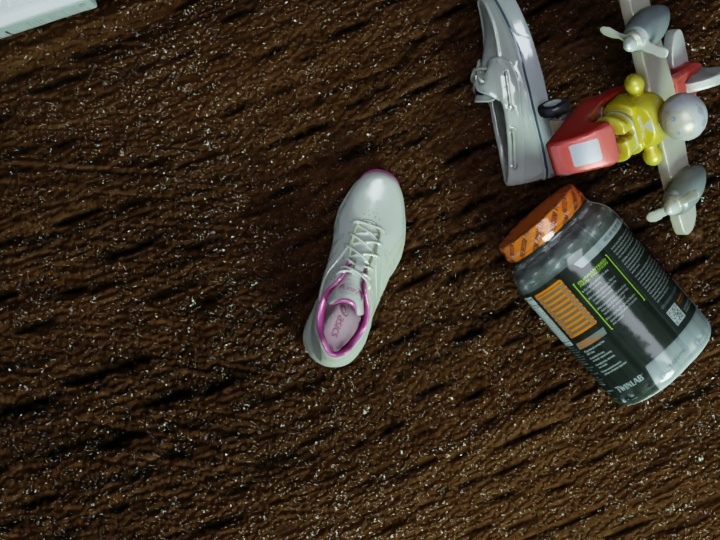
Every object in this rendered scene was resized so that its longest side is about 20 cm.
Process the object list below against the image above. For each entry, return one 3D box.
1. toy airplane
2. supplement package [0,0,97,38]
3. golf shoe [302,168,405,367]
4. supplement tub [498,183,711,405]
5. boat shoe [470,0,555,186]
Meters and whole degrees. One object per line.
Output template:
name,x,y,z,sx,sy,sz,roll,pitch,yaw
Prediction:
toy airplane,0.283,-0.152,1.663,0.199,0.141,0.200,25,85,-33
supplement package,-0.362,-0.272,1.647,0.199,0.110,0.114,-18,96,-3
golf shoe,0.000,0.000,1.699,0.075,0.092,0.201,15,91,-3
supplement tub,0.234,0.021,1.700,0.122,0.123,0.200,-41,95,0
boat shoe,0.139,-0.181,1.710,0.065,0.072,0.201,-18,103,-7
